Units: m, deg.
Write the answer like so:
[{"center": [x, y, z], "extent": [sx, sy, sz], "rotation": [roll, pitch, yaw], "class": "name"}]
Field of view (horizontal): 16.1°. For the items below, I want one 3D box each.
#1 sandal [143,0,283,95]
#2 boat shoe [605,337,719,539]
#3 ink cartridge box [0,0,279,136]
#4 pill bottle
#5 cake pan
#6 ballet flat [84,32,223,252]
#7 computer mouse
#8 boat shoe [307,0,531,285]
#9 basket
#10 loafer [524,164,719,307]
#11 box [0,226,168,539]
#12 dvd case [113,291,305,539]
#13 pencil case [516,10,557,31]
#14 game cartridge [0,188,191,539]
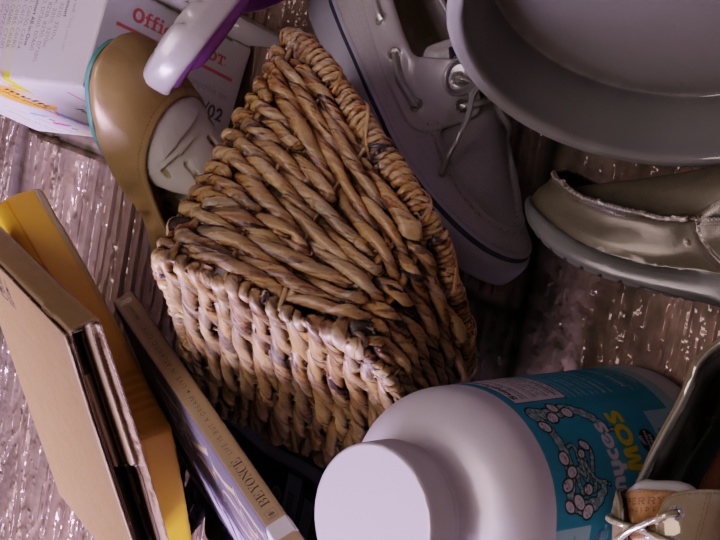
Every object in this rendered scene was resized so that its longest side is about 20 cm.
[{"center": [-0.038, -0.161, 1.312], "extent": [0.050, 0.203, 0.082], "rotation": [40, 164, -5], "class": "sandal"}, {"center": [0.140, 0.119, 1.126], "extent": [0.075, 0.068, 0.200], "rotation": [-8, 44, 45], "class": "boat shoe"}, {"center": [-0.146, -0.118, 1.412], "extent": [0.200, 0.115, 0.068], "rotation": [8, 80, 42], "class": "ink cartridge box"}, {"center": [0.071, 0.105, 1.177], "extent": [0.111, 0.200, 0.111], "rotation": [4, 96, 42], "class": "pill bottle"}, {"center": [0.139, -0.118, 1.123], "extent": [0.200, 0.200, 0.037], "rotation": [-24, 45, 41], "class": "cake pan"}, {"center": [-0.091, -0.050, 1.361], "extent": [0.063, 0.069, 0.200], "rotation": [25, 153, 28], "class": "ballet flat"}, {"center": [-0.039, 0.121, 1.386], "extent": [0.200, 0.053, 0.139], "rotation": [40, 121, 47], "class": "computer mouse"}, {"center": [0.048, -0.093, 1.281], "extent": [0.086, 0.075, 0.202], "rotation": [-45, 54, 31], "class": "boat shoe"}, {"center": [0.000, 0.000, 1.253], "extent": [0.143, 0.200, 0.149], "rotation": [23, 67, 15], "class": "basket"}, {"center": [0.169, -0.019, 1.175], "extent": [0.200, 0.075, 0.070], "rotation": [18, 99, 31], "class": "loafer"}, {"center": [-0.147, 0.075, 1.317], "extent": [0.200, 0.021, 0.164], "rotation": [33, 142, 64], "class": "box"}, {"center": [-0.060, 0.119, 1.285], "extent": [0.200, 0.016, 0.149], "rotation": [51, 165, 42], "class": "dvd case"}, {"center": [0.089, -0.212, 1.222], "extent": [0.088, 0.088, 0.200], "rotation": [-14, 83, 42], "class": "pencil case"}, {"center": [-0.143, 0.080, 1.402], "extent": [0.176, 0.032, 0.200], "rotation": [85, 160, -46], "class": "game cartridge"}]
